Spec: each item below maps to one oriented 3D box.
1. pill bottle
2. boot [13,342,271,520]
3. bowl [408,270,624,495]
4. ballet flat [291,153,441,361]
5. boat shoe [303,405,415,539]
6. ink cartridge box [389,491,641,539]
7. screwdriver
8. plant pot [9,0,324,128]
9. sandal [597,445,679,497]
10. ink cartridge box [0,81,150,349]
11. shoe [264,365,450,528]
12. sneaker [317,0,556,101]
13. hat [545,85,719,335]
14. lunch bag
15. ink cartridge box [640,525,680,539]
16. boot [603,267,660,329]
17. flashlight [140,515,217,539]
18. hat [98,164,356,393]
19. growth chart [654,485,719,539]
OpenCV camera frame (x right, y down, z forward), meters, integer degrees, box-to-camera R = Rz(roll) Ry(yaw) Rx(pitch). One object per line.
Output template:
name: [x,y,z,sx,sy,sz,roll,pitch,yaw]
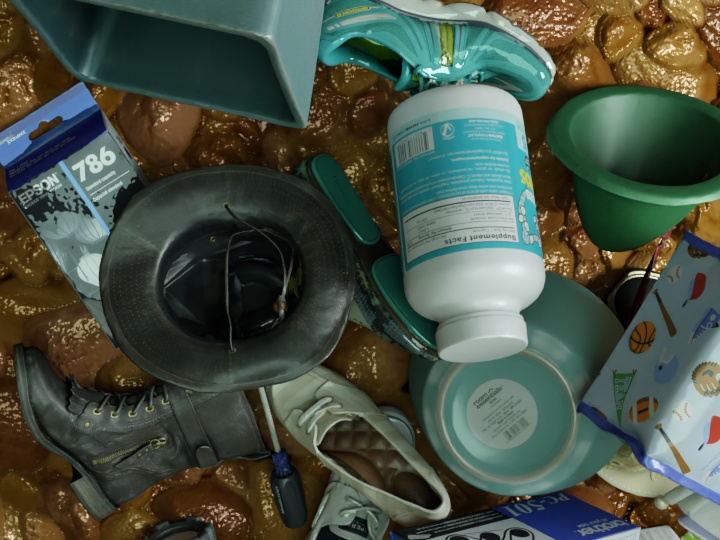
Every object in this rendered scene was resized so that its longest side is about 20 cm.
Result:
pill bottle: [0.083,-0.034,1.062,0.110,0.111,0.202,-4,72,-5]
boot: [-0.180,0.108,1.142,0.173,0.069,0.201,-25,124,-1]
bowl: [0.128,0.105,1.129,0.199,0.105,0.203,2,101,12]
ballet flat: [0.000,0.000,1.115,0.074,0.074,0.201,-32,75,2]
boat shoe: [-0.004,0.218,1.192,0.073,0.065,0.201,19,100,-10]
ink cartridge box: [0.127,0.229,1.108,0.199,0.094,0.045,-4,105,-39]
screwdriver: [-0.072,0.142,1.157,0.028,0.029,0.201,-20,126,-14]
plant pot: [-0.117,-0.244,0.992,0.194,0.196,0.201,14,80,7]
sandal: [0.221,0.142,1.196,0.212,0.070,0.078,42,96,-14]
ink cartridge box: [-0.214,-0.044,1.120,0.099,0.039,0.201,-32,104,3]
shoe: [-0.002,0.142,1.146,0.200,0.053,0.070,40,81,12]
sneaker: [0.056,-0.168,1.090,0.198,0.078,0.080,15,60,-2]
hat: [0.219,-0.032,1.135,0.165,0.200,0.177,29,133,28]
lunch bag: [0.299,0.095,1.039,0.199,0.124,0.171,29,98,-29]
ink cartridge box: [0.201,0.304,1.194,0.198,0.146,0.085,-9,104,-5]
boot: [0.305,0.081,1.156,0.199,0.138,0.078,36,97,-13]
flashlight: [-0.140,0.320,1.201,0.067,0.068,0.202,-14,103,-6]
hat: [-0.105,0.011,1.083,0.199,0.081,0.202,2,76,-6]
growth chart: [0.361,0.241,1.228,0.200,0.018,0.145,39,134,-15]
